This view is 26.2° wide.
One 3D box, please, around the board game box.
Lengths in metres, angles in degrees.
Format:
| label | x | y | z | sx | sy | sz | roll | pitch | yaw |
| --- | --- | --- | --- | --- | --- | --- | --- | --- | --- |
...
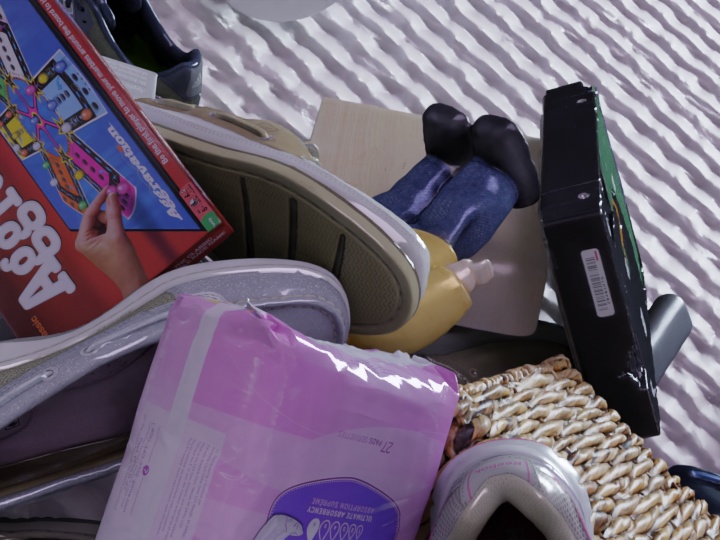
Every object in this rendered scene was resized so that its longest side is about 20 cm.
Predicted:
| label | x | y | z | sx | sy | sz | roll | pitch | yaw |
| --- | --- | --- | --- | --- | --- | --- | --- | --- | --- |
| board game box | -0.153 | -0.059 | 0.697 | 0.200 | 0.103 | 0.019 | 51 | 4 | 21 |

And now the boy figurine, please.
| label | x | y | z | sx | sy | sz | roll | pitch | yaw |
| --- | --- | --- | --- | --- | --- | --- | --- | --- | --- |
| boy figurine | 0.000 | 0.000 | 0.766 | 0.124 | 0.064 | 0.200 | 21 | 53 | 40 |

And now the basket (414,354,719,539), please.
| label | x | y | z | sx | sy | sz | roll | pitch | yaw |
| --- | --- | --- | --- | --- | --- | --- | --- | --- | --- |
| basket | 0.072 | 0.144 | 0.721 | 0.149 | 0.143 | 0.200 | 47 | 19 | 15 |

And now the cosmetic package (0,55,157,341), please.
| label | x | y | z | sx | sy | sz | roll | pitch | yaw |
| --- | --- | --- | --- | --- | --- | --- | --- | --- | --- |
| cosmetic package | -0.169 | -0.024 | 0.780 | 0.107 | 0.090 | 0.200 | 18 | 47 | -17 |

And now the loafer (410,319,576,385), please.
| label | x | y | z | sx | sy | sz | roll | pitch | yaw |
| --- | --- | --- | --- | --- | --- | --- | --- | --- | --- |
| loafer | 0.042 | 0.066 | 0.855 | 0.200 | 0.075 | 0.070 | -2 | 83 | -34 |

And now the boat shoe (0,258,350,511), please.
| label | x | y | z | sx | sy | sz | roll | pitch | yaw |
| --- | --- | --- | --- | --- | --- | --- | --- | --- | --- |
| boat shoe | -0.094 | 0.052 | 0.638 | 0.202 | 0.075 | 0.065 | -15 | 35 | -15 |

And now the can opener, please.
| label | x | y | z | sx | sy | sz | roll | pitch | yaw |
| --- | --- | --- | --- | --- | --- | --- | --- | --- | --- |
| can opener | 0.151 | 0.088 | 0.922 | 0.200 | 0.053 | 0.067 | -44 | 114 | -49 |

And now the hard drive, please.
| label | x | y | z | sx | sy | sz | roll | pitch | yaw |
| --- | --- | --- | --- | --- | --- | --- | --- | --- | --- |
| hard drive | 0.135 | -0.011 | 0.885 | 0.200 | 0.038 | 0.140 | -75 | 150 | -61 |

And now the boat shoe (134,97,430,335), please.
| label | x | y | z | sx | sy | sz | roll | pitch | yaw |
| --- | --- | --- | --- | --- | --- | --- | --- | --- | --- |
| boat shoe | -0.047 | -0.037 | 0.715 | 0.200 | 0.075 | 0.068 | 26 | 38 | 23 |

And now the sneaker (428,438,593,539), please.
| label | x | y | z | sx | sy | sz | roll | pitch | yaw |
| --- | --- | --- | --- | --- | --- | --- | --- | --- | --- |
| sneaker | 0.059 | 0.157 | 0.560 | 0.081 | 0.088 | 0.200 | -15 | 76 | 8 |

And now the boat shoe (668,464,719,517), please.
| label | x | y | z | sx | sy | sz | roll | pitch | yaw |
| --- | --- | --- | --- | --- | --- | --- | --- | --- | --- |
| boat shoe | 0.268 | 0.148 | 0.902 | 0.200 | 0.084 | 0.069 | 15 | 57 | -25 |

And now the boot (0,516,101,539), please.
| label | x | y | z | sx | sy | sz | roll | pitch | yaw |
| --- | --- | --- | --- | --- | --- | --- | --- | --- | --- |
| boot | -0.148 | 0.175 | 0.618 | 0.203 | 0.074 | 0.154 | 15 | 47 | -13 |

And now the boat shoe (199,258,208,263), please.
| label | x | y | z | sx | sy | sz | roll | pitch | yaw |
| --- | --- | --- | --- | --- | --- | --- | --- | --- | --- |
| boat shoe | -0.073 | 0.056 | 0.778 | 0.074 | 0.066 | 0.200 | 12 | 46 | -24 |

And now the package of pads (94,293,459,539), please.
| label | x | y | z | sx | sy | sz | roll | pitch | yaw |
| --- | --- | --- | --- | --- | --- | --- | --- | --- | --- |
| package of pads | -0.043 | 0.116 | 0.591 | 0.076 | 0.200 | 0.120 | 16 | -3 | 44 |

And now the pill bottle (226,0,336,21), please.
| label | x | y | z | sx | sy | sz | roll | pitch | yaw |
| --- | --- | --- | --- | --- | --- | --- | --- | --- | --- |
| pill bottle | -0.063 | -0.270 | 1.052 | 0.116 | 0.116 | 0.200 | 10 | 47 | -26 |

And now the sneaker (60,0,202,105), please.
| label | x | y | z | sx | sy | sz | roll | pitch | yaw |
| --- | --- | --- | --- | --- | --- | --- | --- | --- | --- |
| sneaker | -0.167 | -0.148 | 0.897 | 0.200 | 0.081 | 0.074 | 37 | 41 | 2 |

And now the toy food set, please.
| label | x | y | z | sx | sy | sz | roll | pitch | yaw |
| --- | --- | --- | --- | --- | --- | --- | --- | --- | --- |
| toy food set | 0.034 | -0.033 | 0.904 | 0.143 | 0.060 | 0.200 | 11 | 31 | 0 |
